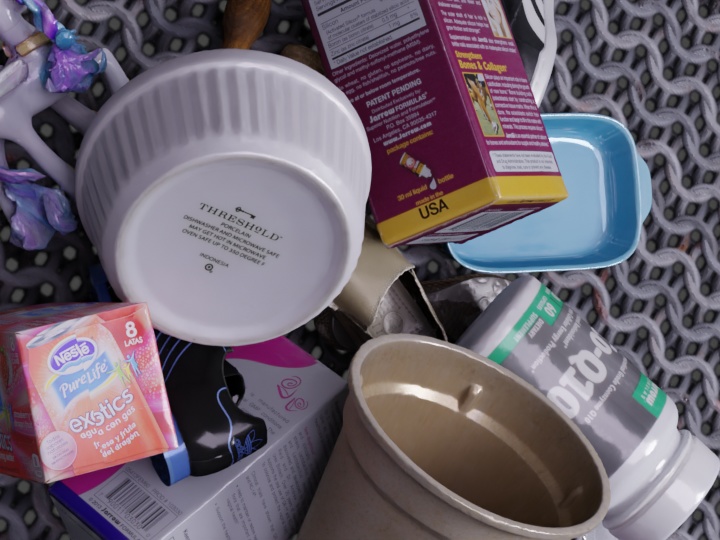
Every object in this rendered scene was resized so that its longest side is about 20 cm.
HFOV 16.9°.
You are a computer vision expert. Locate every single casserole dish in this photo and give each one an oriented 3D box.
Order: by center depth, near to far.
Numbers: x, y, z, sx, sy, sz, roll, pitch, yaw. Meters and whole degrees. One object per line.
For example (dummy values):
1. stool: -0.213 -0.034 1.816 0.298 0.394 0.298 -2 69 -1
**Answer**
1. casserole dish: 0.133 -0.059 1.872 0.199 0.039 0.122 -3 89 -26

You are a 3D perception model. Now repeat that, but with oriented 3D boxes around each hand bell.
1. hand bell: -0.093 -0.146 1.722 0.104 0.104 0.201 33 47 -22

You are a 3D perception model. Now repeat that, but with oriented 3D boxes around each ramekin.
1. ramekin: -0.088 -0.039 1.603 0.201 0.094 0.203 -4 128 -5

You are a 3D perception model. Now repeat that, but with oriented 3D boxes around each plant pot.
1. plant pot: 0.040 0.177 1.663 0.200 0.201 0.184 19 118 -25

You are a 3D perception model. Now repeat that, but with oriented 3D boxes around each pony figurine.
1. pony figurine: -0.245 -0.113 1.640 0.193 0.166 0.200 -50 124 -27

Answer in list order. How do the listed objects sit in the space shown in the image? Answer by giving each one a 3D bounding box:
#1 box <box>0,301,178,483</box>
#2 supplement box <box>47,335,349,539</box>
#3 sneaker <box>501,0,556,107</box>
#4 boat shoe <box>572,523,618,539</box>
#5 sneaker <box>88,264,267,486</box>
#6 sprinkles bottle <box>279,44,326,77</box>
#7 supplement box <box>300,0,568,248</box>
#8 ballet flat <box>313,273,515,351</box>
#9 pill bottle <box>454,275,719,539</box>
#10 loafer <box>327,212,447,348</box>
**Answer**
1. box: -0.205 0.077 1.613 0.094 0.200 0.103 -14 94 -24
2. supplement box: -0.102 0.145 1.699 0.200 0.101 0.104 -39 140 -20
3. sneaker: 0.089 -0.205 1.832 0.112 0.073 0.201 19 64 -21
4. boat shoe: 0.153 0.160 1.867 0.068 0.072 0.201 -26 110 -29
5. sneaker: -0.129 0.064 1.670 0.078 0.200 0.070 -16 140 -15
6. sprinkles bottle: -0.081 -0.068 1.751 0.068 0.068 0.200 41 72 -20
7. supplement box: 0.053 -0.126 1.743 0.131 0.103 0.201 -3 73 -62
8. ballet flat: 0.051 0.036 1.833 0.199 0.046 0.068 -2 93 -31
9. pill bottle: 0.160 0.108 1.776 0.200 0.113 0.113 41 72 -5
10. loafer: 0.000 0.000 1.734 0.200 0.067 0.076 46 68 -25
